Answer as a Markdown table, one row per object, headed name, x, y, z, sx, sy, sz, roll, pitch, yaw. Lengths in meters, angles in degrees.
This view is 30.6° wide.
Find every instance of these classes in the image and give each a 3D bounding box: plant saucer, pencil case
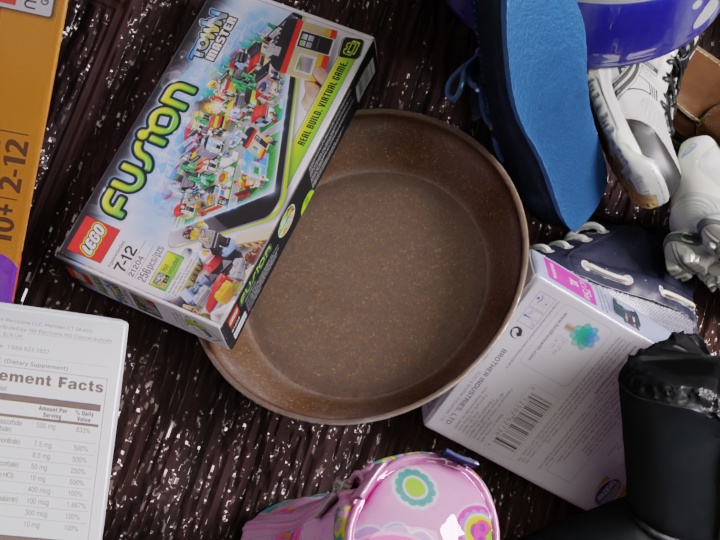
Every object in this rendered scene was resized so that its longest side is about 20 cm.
| name | x | y | z | sx | sy | sz | roll | pitch | yaw |
| --- | --- | --- | --- | --- | --- | --- | --- | --- | --- |
| plant saucer | 0.000 | 0.000 | 0.760 | 0.198 | 0.037 | 0.202 | -7 | 61 | 12 |
| pencil case | -0.004 | 0.145 | 0.675 | 0.087 | 0.200 | 0.088 | 7 | 71 | -19 |

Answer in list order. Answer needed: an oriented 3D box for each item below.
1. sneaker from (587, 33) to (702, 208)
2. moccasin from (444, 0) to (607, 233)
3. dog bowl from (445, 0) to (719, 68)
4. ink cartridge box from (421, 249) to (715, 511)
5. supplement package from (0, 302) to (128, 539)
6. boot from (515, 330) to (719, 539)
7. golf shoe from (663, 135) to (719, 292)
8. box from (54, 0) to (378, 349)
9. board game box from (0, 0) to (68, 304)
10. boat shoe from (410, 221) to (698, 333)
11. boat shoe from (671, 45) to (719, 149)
| name | x | y | z | sx | sy | sz | roll | pitch | yaw |
| --- | --- | --- | --- | --- | --- | --- | --- | --- | --- |
| sneaker | 0.179 | -0.134 | 0.829 | 0.087 | 0.076 | 0.202 | -15 | 59 | 9 |
| moccasin | 0.088 | -0.098 | 0.759 | 0.080 | 0.068 | 0.201 | -43 | 138 | -26 |
| dog bowl | 0.139 | -0.223 | 0.810 | 0.198 | 0.079 | 0.202 | 0 | 55 | 0 |
| ink cartridge box | 0.149 | 0.084 | 0.787 | 0.199 | 0.042 | 0.120 | 30 | 115 | -13 |
| supplement package | -0.205 | 0.083 | 0.621 | 0.154 | 0.200 | 0.112 | 9 | 74 | -16 |
| boot | 0.151 | 0.119 | 0.739 | 0.198 | 0.077 | 0.170 | -11 | 122 | -1 |
| golf shoe | 0.270 | -0.023 | 0.853 | 0.199 | 0.078 | 0.098 | 27 | 54 | -40 |
| box | -0.080 | -0.065 | 0.765 | 0.109 | 0.035 | 0.201 | 21 | 70 | 14 |
| board game box | -0.242 | -0.125 | 0.617 | 0.198 | 0.201 | 0.201 | 9 | 35 | -16 |
| boat shoe | 0.124 | 0.006 | 0.830 | 0.198 | 0.075 | 0.093 | 23 | 55 | -12 |
| boat shoe | 0.260 | -0.103 | 0.892 | 0.199 | 0.068 | 0.072 | 38 | 72 | -4 |
